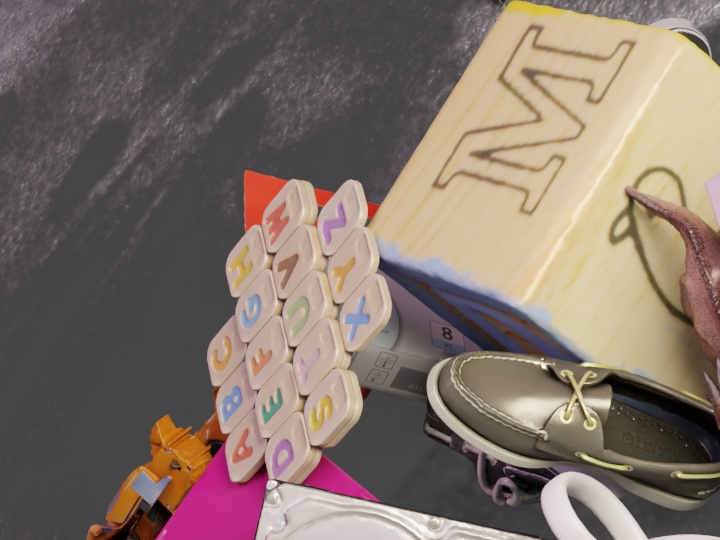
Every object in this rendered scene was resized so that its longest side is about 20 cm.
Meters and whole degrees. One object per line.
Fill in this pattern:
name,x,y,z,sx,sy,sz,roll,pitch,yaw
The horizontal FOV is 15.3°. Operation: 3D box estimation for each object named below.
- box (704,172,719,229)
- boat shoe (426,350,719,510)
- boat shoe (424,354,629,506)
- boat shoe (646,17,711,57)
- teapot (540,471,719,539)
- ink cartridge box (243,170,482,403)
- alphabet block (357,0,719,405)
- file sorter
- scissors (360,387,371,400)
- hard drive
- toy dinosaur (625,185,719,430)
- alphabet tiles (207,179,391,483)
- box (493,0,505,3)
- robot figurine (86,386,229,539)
box,0.327,-0.017,1.492,0.176,0.200,0.097,-36,36,21
boat shoe,0.139,0.087,1.608,0.060,0.201,0.072,133,151,-53
boat shoe,0.103,0.118,1.729,0.199,0.074,0.068,29,104,48
boat shoe,0.162,-0.101,1.888,0.199,0.074,0.068,-27,25,19
teapot,0.165,0.222,1.513,0.200,0.146,0.198,3,61,52
ink cartridge box,0.000,0.000,1.908,0.200,0.160,0.047,-95,26,-46
alphabet block,0.154,-0.034,1.727,0.196,0.195,0.200,21,77,54
file sorter,-0.027,0.205,1.780,0.139,0.125,0.200,-54,32,-1
scissors,0.020,0.010,2.007,0.073,0.014,0.200,-25,43,37
hard drive,0.026,0.215,1.640,0.038,0.200,0.140,45,-122,-84
toy dinosaur,0.222,0.032,1.571,0.086,0.200,0.136,-30,5,32
alphabet tiles,-0.046,0.041,1.764,0.196,0.015,0.200,-49,41,37
box,0.079,-0.319,2.164,0.122,0.106,0.200,-49,33,3
robot figurine,-0.136,0.164,1.927,0.145,0.058,0.200,-34,-16,-45
